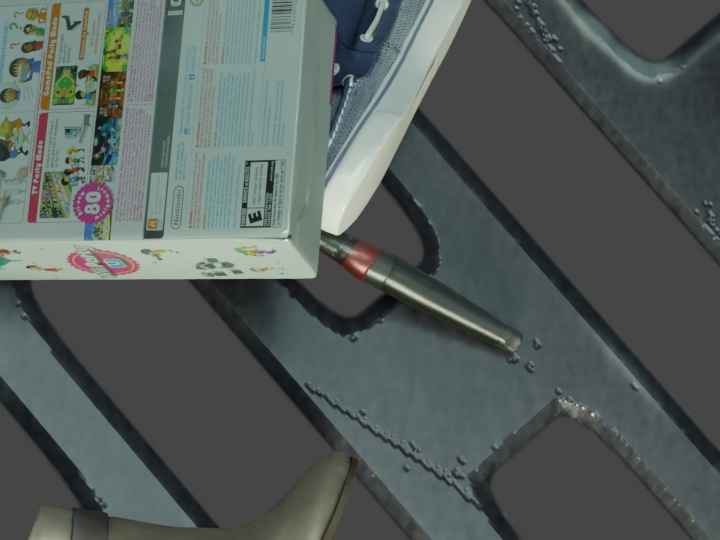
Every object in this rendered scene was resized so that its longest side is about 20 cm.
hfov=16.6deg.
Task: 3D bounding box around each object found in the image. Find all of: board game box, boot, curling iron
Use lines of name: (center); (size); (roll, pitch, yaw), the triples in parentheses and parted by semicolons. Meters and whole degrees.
board game box: (-0.119, -0.074, 1.320); (0.199, 0.064, 0.149); (0, 72, 15)
boot: (-0.010, -0.111, 1.385); (0.090, 0.073, 0.201); (25, 52, 4)
boot: (-0.103, 0.159, 1.291); (0.146, 0.070, 0.201); (25, 70, 0)
curling iron: (0.000, 0.000, 1.376); (0.199, 0.050, 0.026); (21, 47, -11)
